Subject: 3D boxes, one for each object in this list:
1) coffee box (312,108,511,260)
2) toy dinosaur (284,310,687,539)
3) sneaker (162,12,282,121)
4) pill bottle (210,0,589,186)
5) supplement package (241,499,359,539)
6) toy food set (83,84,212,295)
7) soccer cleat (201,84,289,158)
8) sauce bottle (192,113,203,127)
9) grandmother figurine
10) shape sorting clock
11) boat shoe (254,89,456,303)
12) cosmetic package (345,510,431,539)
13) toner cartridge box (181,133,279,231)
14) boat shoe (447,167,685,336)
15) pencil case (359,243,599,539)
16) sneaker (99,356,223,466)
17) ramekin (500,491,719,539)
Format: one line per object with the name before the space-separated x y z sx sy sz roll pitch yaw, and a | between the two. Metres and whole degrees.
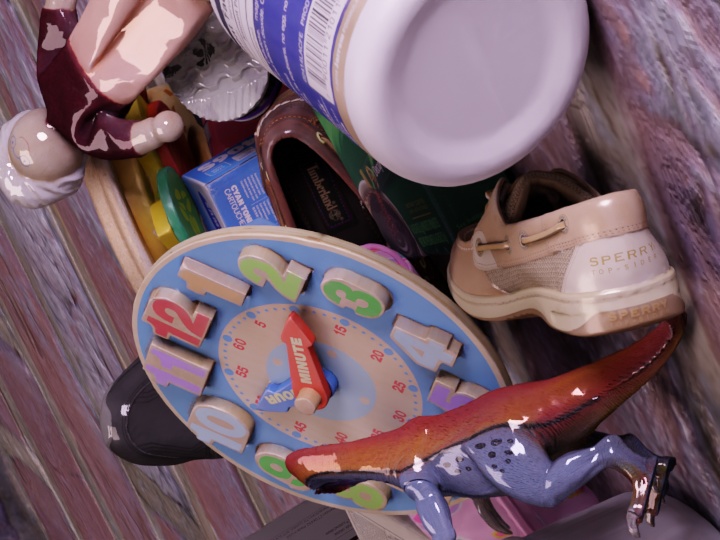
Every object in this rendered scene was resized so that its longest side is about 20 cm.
coffee box | 0.002 -0.102 1.450 0.201 0.044 0.123 62 166 -5
toy dinosaur | 0.055 0.078 1.373 0.181 0.105 0.201 15 109 14
sneaker | -0.091 -0.172 1.577 0.099 0.069 0.201 1 -109 -74
pill bottle | 0.002 -0.126 1.267 0.200 0.115 0.116 42 157 50
supplement package | -0.010 0.256 1.962 0.201 0.147 0.191 59 165 4
toy food set | -0.109 -0.040 1.664 0.200 0.048 0.199 55 -165 -59
soccer cleat | -0.041 -0.046 1.666 0.201 0.067 0.076 61 170 -16
sauce bottle | -0.114 -0.172 1.653 0.066 0.066 0.201 34 150 59
grandmother figurine | -0.135 -0.108 1.517 0.200 0.060 0.122 -52 50 37
shape sorting clock | -0.019 0.053 1.428 0.199 0.039 0.201 18 140 15
boat shoe | 0.000 0.000 1.554 0.201 0.070 0.070 59 -167 -17
cosmetic package | 0.067 0.169 1.693 0.104 0.073 0.200 64 164 -17
toner cartridge box | -0.012 0.015 1.619 0.201 0.095 0.043 64 164 -18
boat shoe | 0.088 -0.015 1.304 0.200 0.071 0.065 -168 64 -70
pencil case | 0.041 0.079 1.511 0.200 0.087 0.087 52 170 -27
sneaker | -0.054 0.071 1.701 0.079 0.199 0.076 10 109 61
ramekin | 0.149 0.201 1.448 0.203 0.094 0.203 53 163 23
